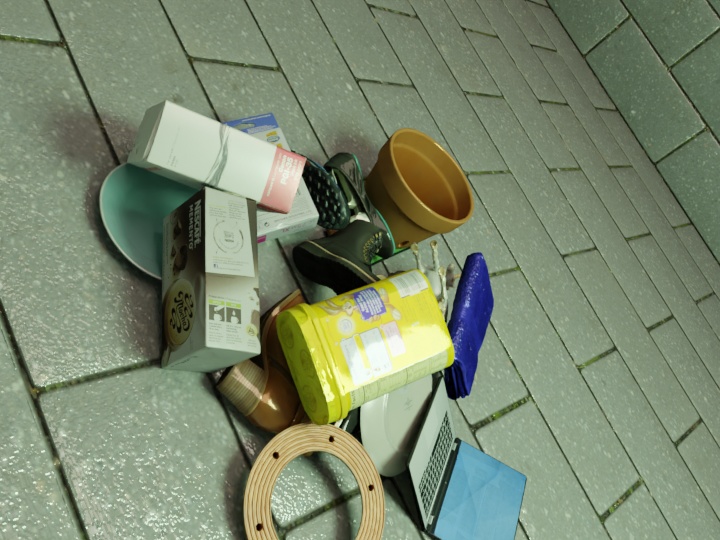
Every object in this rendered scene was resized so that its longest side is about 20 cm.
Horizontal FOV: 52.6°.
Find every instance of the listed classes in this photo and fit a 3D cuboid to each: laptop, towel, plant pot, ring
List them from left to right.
[{"bbox_3d":[-0.054,0.288,0.889,0.199,0.019,0.203,14,65,-31],"label":"ring"},{"bbox_3d":[0.087,-0.132,1.312,0.199,0.140,0.202,26,43,-28],"label":"plant pot"},{"bbox_3d":[0.173,0.090,1.160,0.148,0.049,0.202,73,30,-55],"label":"towel"},{"bbox_3d":[0.161,0.292,1.061,0.188,0.115,0.202,-58,140,-52],"label":"laptop"}]

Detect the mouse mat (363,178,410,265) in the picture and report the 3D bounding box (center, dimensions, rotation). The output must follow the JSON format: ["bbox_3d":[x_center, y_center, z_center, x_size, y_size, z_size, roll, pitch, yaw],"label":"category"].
[{"bbox_3d":[0.015,-0.092,1.325,0.199,0.008,0.162,-23,78,-51],"label":"mouse mat"}]

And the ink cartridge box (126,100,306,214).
[{"bbox_3d":[-0.194,-0.147,0.972,0.198,0.146,0.084,20,88,-27],"label":"ink cartridge box"}]

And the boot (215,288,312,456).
[{"bbox_3d":[-0.086,0.132,0.974,0.155,0.077,0.201,41,40,-12],"label":"boot"}]

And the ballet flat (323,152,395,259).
[{"bbox_3d":[-0.011,-0.105,1.249,0.068,0.068,0.202,-20,81,-35],"label":"ballet flat"}]

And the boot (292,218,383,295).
[{"bbox_3d":[0.010,-0.017,1.104,0.138,0.078,0.199,-31,49,-33],"label":"boot"}]

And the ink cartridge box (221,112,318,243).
[{"bbox_3d":[-0.155,-0.144,1.123,0.118,0.042,0.202,-18,73,-20],"label":"ink cartridge box"}]

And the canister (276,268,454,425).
[{"bbox_3d":[0.010,0.092,0.937,0.198,0.086,0.150,-18,85,-28],"label":"canister"}]

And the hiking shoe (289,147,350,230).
[{"bbox_3d":[-0.063,-0.133,1.184,0.086,0.075,0.200,13,30,-48],"label":"hiking shoe"}]

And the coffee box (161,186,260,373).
[{"bbox_3d":[-0.187,0.014,0.905,0.079,0.112,0.202,13,64,-40],"label":"coffee box"}]

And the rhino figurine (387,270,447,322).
[{"bbox_3d":[0.100,0.084,1.222,0.087,0.060,0.202,2,57,-52],"label":"rhino figurine"}]

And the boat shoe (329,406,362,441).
[{"bbox_3d":[0.005,0.191,1.023,0.063,0.074,0.201,42,33,2],"label":"boat shoe"}]

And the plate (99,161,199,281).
[{"bbox_3d":[-0.264,-0.062,0.994,0.199,0.026,0.202,28,43,-29],"label":"plate"}]

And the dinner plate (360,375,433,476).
[{"bbox_3d":[0.062,0.192,1.039,0.199,0.024,0.203,0,90,-56],"label":"dinner plate"}]

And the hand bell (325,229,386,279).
[{"bbox_3d":[0.000,0.000,1.186,0.103,0.104,0.201,-3,50,-47],"label":"hand bell"}]

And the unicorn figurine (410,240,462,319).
[{"bbox_3d":[0.121,0.021,1.173,0.201,0.073,0.138,-69,152,-43],"label":"unicorn figurine"}]
